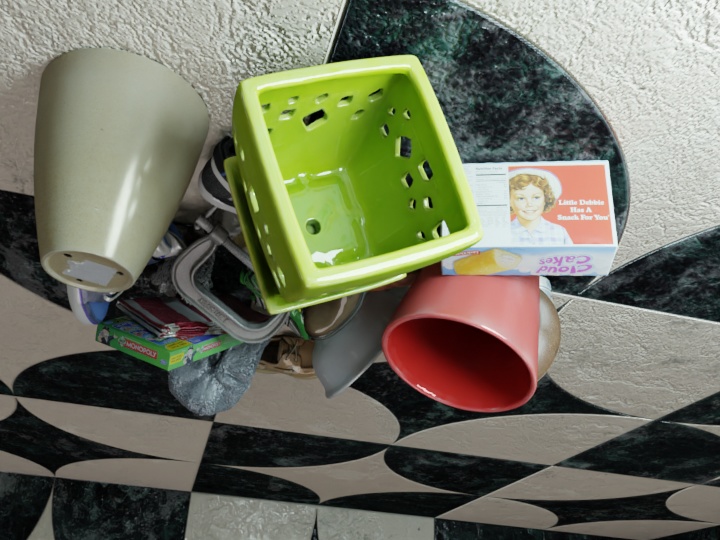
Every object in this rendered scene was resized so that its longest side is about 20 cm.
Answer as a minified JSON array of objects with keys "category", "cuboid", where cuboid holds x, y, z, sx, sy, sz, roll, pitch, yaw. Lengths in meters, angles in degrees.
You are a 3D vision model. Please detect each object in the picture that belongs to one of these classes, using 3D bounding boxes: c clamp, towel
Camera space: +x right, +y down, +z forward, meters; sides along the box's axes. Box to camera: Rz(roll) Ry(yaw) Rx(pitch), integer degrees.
[{"category":"c clamp","cuboid":[-0.159,0.007,0.984,0.169,0.027,0.200,-35,116,16]},{"category":"towel","cuboid":[-0.248,0.063,1.127,0.197,0.023,0.142,0,-164,-45]}]

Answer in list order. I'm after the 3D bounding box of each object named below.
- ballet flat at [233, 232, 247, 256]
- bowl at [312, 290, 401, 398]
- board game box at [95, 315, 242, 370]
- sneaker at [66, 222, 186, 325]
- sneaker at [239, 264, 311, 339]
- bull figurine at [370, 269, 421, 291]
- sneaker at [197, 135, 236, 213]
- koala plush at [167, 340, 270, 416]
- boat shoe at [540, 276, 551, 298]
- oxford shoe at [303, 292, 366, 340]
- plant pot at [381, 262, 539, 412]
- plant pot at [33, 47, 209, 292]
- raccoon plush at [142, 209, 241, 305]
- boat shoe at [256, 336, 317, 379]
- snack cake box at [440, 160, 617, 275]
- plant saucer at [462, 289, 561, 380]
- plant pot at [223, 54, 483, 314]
[{"category":"ballet flat","cuboid":[-0.111,-0.032,1.019,0.196,0.072,0.071,-13,149,29]},{"category":"bowl","cuboid":[-0.013,0.096,1.165,0.090,0.202,0.201,43,144,-3]},{"category":"board game box","cuboid":[-0.270,0.092,1.100,0.132,0.030,0.199,16,-167,22]},{"category":"sneaker","cuboid":[-0.304,-0.010,0.987,0.142,0.081,0.205,9,113,2]},{"category":"sneaker","cuboid":[-0.120,0.040,1.164,0.083,0.079,0.201,-1,144,23]},{"category":"bull figurine","cuboid":[0.000,0.000,1.059,0.196,0.067,0.121,-14,162,25]},{"category":"sneaker","cuboid":[-0.086,-0.096,0.886,0.196,0.075,0.112,17,149,-24]},{"category":"koala plush","cuboid":[-0.261,0.165,1.309,0.173,0.188,0.200,16,164,-9]},{"category":"boat shoe","cuboid":[0.193,0.055,1.140,0.196,0.073,0.070,-7,152,23]},{"category":"oxford shoe","cuboid":[-0.023,0.001,0.954,0.072,0.202,0.084,37,-167,23]},{"category":"plant pot","cuboid":[0.145,0.053,0.959,0.196,0.179,0.203,16,142,13]},{"category":"plant pot","cuboid":[-0.263,-0.088,0.783,0.182,0.205,0.188,2,154,1]},{"category":"raccoon plush","cuboid":[-0.213,-0.005,1.059,0.196,0.099,0.133,-10,158,28]},{"category":"boat shoe","cuboid":[-0.131,0.158,1.378,0.195,0.073,0.065,-5,153,18]},{"category":"snack cake box","cuboid":[0.192,-0.061,0.873,0.194,0.118,0.068,0,151,8]},{"category":"plant saucer","cuboid":[0.183,0.081,1.057,0.195,0.204,0.037,-6,144,17]},{"category":"plant pot","cuboid":[-0.025,-0.071,0.745,0.196,0.203,0.181,-14,169,-26]}]
